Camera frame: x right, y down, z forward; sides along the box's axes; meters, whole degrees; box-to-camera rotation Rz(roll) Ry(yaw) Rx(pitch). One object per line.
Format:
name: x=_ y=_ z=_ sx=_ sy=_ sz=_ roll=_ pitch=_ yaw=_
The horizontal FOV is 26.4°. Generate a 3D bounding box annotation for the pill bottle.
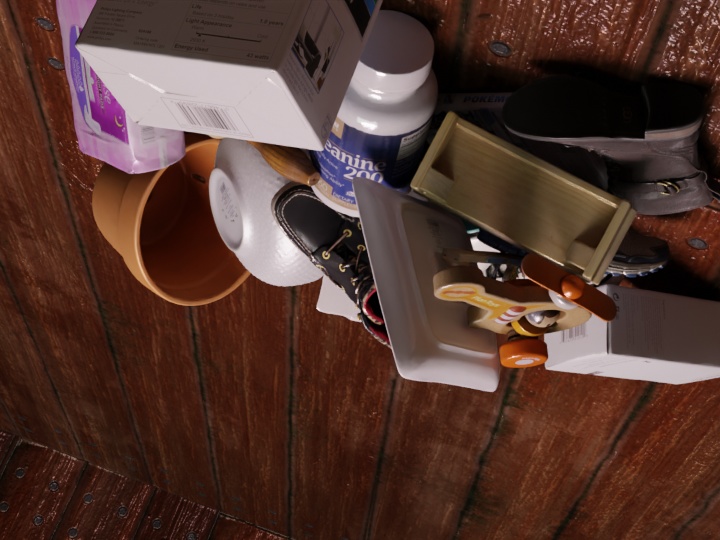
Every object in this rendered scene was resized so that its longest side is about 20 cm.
pill bottle: x=0.013 y=-0.151 z=1.480 sx=0.111 sy=0.111 sz=0.200 roll=20 pitch=144 yaw=4

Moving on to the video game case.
video game case: x=0.164 y=-0.115 z=1.562 sx=0.182 sy=0.022 sz=0.200 roll=4 pitch=152 yaw=36

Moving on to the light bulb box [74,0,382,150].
light bulb box: x=-0.102 y=-0.229 z=1.319 sx=0.198 sy=0.200 sz=0.125 roll=11 pitch=156 yaw=24

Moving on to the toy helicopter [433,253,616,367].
toy helicopter: x=0.145 y=0.027 z=1.420 sx=0.132 sy=0.079 sz=0.200 roll=-18 pitch=157 yaw=37

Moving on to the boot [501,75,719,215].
boot: x=0.239 y=-0.105 z=1.442 sx=0.200 sy=0.069 sz=0.174 roll=4 pitch=153 yaw=15

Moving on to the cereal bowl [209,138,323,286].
cereal bowl: x=-0.108 y=-0.074 z=1.665 sx=0.083 sy=0.200 sz=0.200 roll=-16 pitch=169 yaw=-23

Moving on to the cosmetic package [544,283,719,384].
cosmetic package: x=0.311 y=0.072 z=1.683 sx=0.200 sy=0.081 sz=0.113 roll=10 pitch=164 yaw=-29

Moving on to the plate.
plate: x=0.074 y=0.012 z=1.478 sx=0.032 sy=0.200 sz=0.200 roll=-23 pitch=161 yaw=27

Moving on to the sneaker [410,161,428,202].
sneaker: x=0.012 y=-0.107 z=1.631 sx=0.200 sy=0.074 sz=0.116 roll=12 pitch=158 yaw=41

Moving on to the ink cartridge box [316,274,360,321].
ink cartridge box: x=0.043 y=0.004 z=1.726 sx=0.200 sy=0.117 sz=0.067 roll=12 pitch=-174 yaw=-23

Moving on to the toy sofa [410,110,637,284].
toy sofa: x=0.153 y=-0.067 z=1.448 sx=0.200 sy=0.083 sz=0.098 roll=28 pitch=-179 yaw=12

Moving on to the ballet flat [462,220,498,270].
ballet flat: x=0.096 y=-0.022 z=1.642 sx=0.200 sy=0.069 sz=0.069 roll=-12 pitch=148 yaw=10

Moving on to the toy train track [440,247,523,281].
toy train track: x=0.151 y=0.000 z=1.528 sx=0.115 sy=0.033 sz=0.200 roll=22 pitch=-168 yaw=41

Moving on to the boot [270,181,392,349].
boot: x=0.000 y=0.000 z=1.537 sx=0.200 sy=0.073 sz=0.151 roll=46 pitch=-176 yaw=-23

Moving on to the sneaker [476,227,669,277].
sneaker: x=0.221 y=-0.047 z=1.530 sx=0.200 sy=0.085 sz=0.077 roll=10 pitch=-169 yaw=-15

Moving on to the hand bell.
hand bell: x=-0.112 y=-0.139 z=1.549 sx=0.200 sy=0.104 sz=0.104 roll=39 pitch=167 yaw=31

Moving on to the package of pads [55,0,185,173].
package of pads: x=-0.235 y=-0.205 z=1.512 sx=0.120 sy=0.076 sz=0.200 roll=24 pitch=126 yaw=46

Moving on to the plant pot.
plant pot: x=-0.219 y=-0.073 z=1.800 sx=0.140 sy=0.200 sz=0.200 roll=22 pitch=163 yaw=44

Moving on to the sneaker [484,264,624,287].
sneaker: x=0.184 y=-0.011 z=1.657 sx=0.200 sy=0.076 sz=0.088 roll=-6 pitch=169 yaw=13
